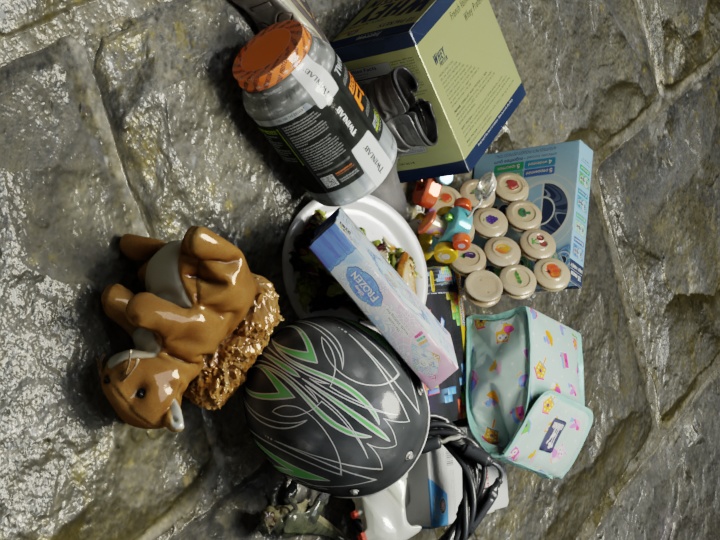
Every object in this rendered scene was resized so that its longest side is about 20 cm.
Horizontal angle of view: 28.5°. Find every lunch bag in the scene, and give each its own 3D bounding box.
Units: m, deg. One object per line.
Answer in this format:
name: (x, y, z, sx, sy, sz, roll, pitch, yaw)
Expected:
lunch bag: (0.221, 0.165, 1.859, 0.170, 0.121, 0.202, 26, 57, -51)

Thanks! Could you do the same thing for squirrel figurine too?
squirrel figurine: (-0.170, 0.077, 1.418, 0.199, 0.141, 0.188, 32, 66, -44)

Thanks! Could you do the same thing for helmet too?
helmet: (-0.027, 0.144, 1.514, 0.191, 0.198, 0.202, 152, -66, -83)

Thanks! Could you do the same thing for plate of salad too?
plate of salad: (0.000, 0.000, 1.683, 0.198, 0.048, 0.202, 7, 75, -28)

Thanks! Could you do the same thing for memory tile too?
memory tile: (0.179, -0.044, 1.870, 0.152, 0.017, 0.201, -11, 56, -16)

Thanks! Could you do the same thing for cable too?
cable: (0.065, 0.273, 1.698, 0.163, 0.051, 0.201, 37, 86, 1)

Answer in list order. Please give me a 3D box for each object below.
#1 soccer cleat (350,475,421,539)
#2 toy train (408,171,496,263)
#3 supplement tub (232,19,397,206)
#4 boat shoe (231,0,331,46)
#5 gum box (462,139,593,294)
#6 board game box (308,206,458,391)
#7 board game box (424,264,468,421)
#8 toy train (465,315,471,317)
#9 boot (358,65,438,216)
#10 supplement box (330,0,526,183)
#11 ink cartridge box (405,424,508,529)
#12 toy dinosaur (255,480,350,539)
soccer cleat: (0.012, 0.225, 1.662, 0.077, 0.069, 0.202, -15, 84, -11)
toy train: (0.094, -0.086, 1.798, 0.055, 0.200, 0.152, 21, 90, -21)
supplement tub: (-0.053, -0.180, 1.621, 0.200, 0.122, 0.123, 52, 47, -36)
boat shoe: (-0.089, -0.310, 1.633, 0.200, 0.074, 0.074, 49, 49, -39)
gum box: (0.228, -0.070, 1.949, 0.044, 0.169, 0.202, 29, 63, -49)
board game box: (0.025, 0.026, 1.553, 0.199, 0.043, 0.200, 49, 6, -4)
board game box: (0.074, 0.098, 1.810, 0.165, 0.056, 0.202, -7, 91, -55)
toy train: (0.172, 0.155, 1.942, 0.034, 0.045, 0.202, -34, 112, -50)
boot: (0.041, -0.147, 1.736, 0.201, 0.131, 0.070, 61, 42, -28)
supplement box: (0.087, -0.252, 1.812, 0.200, 0.133, 0.201, -53, 126, -43)
ink cartridge box: (0.113, 0.261, 1.825, 0.199, 0.067, 0.117, 1, 84, -56)
toy dinosaur: (-0.061, 0.266, 1.614, 0.199, 0.047, 0.089, 25, 69, -53)
